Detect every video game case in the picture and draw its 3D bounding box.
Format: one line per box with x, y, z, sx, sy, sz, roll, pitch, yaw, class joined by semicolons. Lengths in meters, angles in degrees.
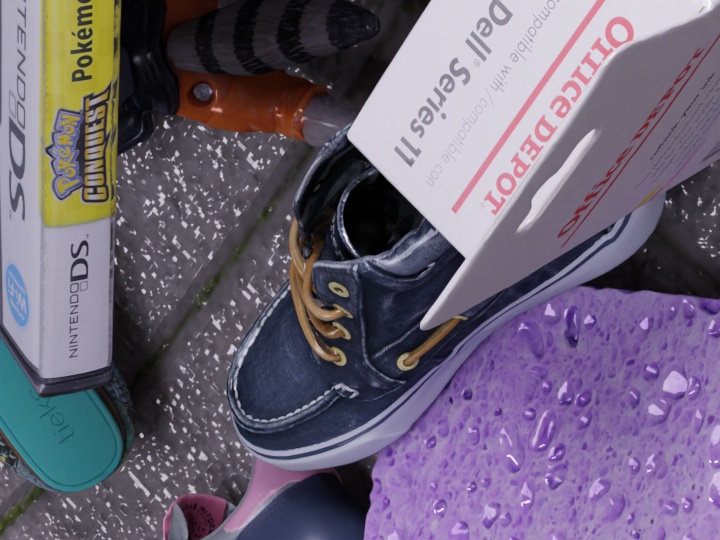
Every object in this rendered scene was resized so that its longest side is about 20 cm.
-0.117;-0.091;0.804;0.200;0.025;0.182;49;142;49;video game case

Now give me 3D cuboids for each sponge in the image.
0.080;0.061;0.893;0.199;0.030;0.112;5;86;46;sponge

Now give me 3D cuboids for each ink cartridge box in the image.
0.075;-0.070;0.774;0.067;0.200;0.117;45;129;13;ink cartridge box

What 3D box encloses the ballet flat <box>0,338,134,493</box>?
-0.153;-0.003;1.045;0.074;0.074;0.201;-5;121;39;ballet flat

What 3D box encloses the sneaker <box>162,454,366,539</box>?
-0.061;0.134;1.067;0.200;0.070;0.082;-39;67;38;sneaker

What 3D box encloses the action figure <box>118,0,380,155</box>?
-0.084;-0.104;0.927;0.192;0.105;0.201;-9;119;13;action figure

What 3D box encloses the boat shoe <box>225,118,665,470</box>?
0.000;0.000;0.900;0.200;0.091;0.071;-38;57;36;boat shoe
